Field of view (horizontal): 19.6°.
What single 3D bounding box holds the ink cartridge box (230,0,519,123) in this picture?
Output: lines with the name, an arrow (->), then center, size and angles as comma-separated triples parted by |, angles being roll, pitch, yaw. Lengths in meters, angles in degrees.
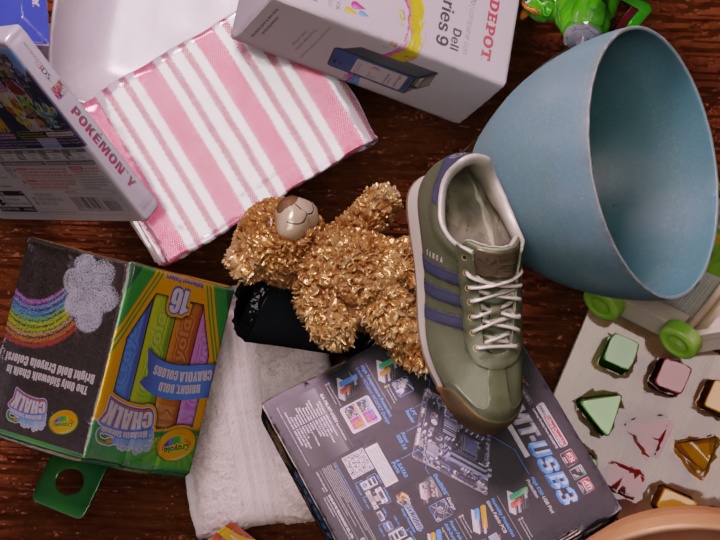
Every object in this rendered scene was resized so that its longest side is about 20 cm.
ink cartridge box -> 0.019, -0.220, 1.605 | 0.200, 0.087, 0.146 | 20, 66, -19

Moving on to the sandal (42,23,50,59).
sandal -> -0.277, -0.174, 1.686 | 0.050, 0.082, 0.203 | -18, 68, 13

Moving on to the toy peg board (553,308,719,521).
toy peg board -> 0.233, 0.152, 1.616 | 0.199, 0.098, 0.200 | 23, 89, 6

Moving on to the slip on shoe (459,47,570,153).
slip on shoe -> 0.150, -0.107, 1.662 | 0.200, 0.076, 0.061 | -45, 124, -8

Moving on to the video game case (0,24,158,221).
video game case -> -0.268, -0.109, 1.598 | 0.023, 0.200, 0.182 | -53, 124, -27

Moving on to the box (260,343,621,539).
box -> 0.058, 0.142, 1.543 | 0.198, 0.050, 0.200 | -27, 74, -13

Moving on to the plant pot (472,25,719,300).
plant pot -> 0.162, -0.070, 1.551 | 0.135, 0.200, 0.200 | -9, 85, 35

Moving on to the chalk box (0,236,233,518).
chalk box -> -0.201, 0.090, 1.618 | 0.125, 0.124, 0.200 | 13, 88, 39

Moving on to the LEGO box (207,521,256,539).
LEGO box -> -0.073, 0.319, 1.625 | 0.200, 0.077, 0.149 | 37, 100, 5

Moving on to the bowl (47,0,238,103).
bowl -> -0.140, -0.214, 1.680 | 0.200, 0.075, 0.200 | 9, 87, 6

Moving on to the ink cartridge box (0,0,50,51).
ink cartridge box -> -0.301, -0.193, 1.631 | 0.044, 0.200, 0.094 | 1, 79, -31

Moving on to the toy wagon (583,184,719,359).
toy wagon -> 0.237, -0.015, 1.625 | 0.200, 0.040, 0.155 | 27, 58, 28

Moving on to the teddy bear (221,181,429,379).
teddy bear -> 0.000, 0.000, 1.537 | 0.200, 0.067, 0.145 | 43, 70, 15

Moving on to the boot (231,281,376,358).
boot -> -0.020, 0.063, 1.623 | 0.168, 0.076, 0.200 | 10, 80, -20

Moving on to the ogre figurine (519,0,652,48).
ogre figurine -> 0.183, -0.233, 1.607 | 0.098, 0.200, 0.120 | 12, 106, -19

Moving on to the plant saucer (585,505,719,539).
plant saucer -> 0.237, 0.235, 1.555 | 0.200, 0.200, 0.037 | -3, 47, 4

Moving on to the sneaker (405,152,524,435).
sneaker -> 0.082, 0.009, 1.475 | 0.067, 0.090, 0.200 | -4, 71, -22

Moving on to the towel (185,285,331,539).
towel -> -0.082, 0.108, 1.674 | 0.132, 0.034, 0.200 | -9, 86, 4

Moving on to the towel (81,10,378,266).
towel -> -0.106, -0.112, 1.624 | 0.200, 0.030, 0.146 | -31, 87, -2
